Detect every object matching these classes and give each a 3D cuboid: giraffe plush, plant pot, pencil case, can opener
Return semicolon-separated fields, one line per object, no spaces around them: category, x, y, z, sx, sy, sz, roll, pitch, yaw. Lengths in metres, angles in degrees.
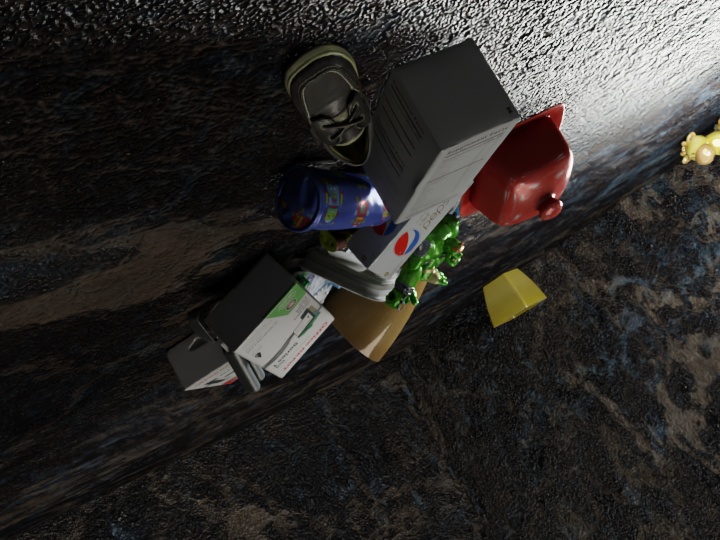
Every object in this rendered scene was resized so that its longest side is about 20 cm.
giraffe plush;1.105;-0.398;2.336;0.160;0.174;0.200;-19;-157;-2
plant pot;0.649;0.107;3.207;0.199;0.178;0.200;-14;161;-50
plant pot;0.043;0.059;1.605;0.200;0.186;0.186;-46;166;8
pencil case;-0.030;-0.094;0.955;0.199;0.086;0.079;-10;127;-59
can opener;-0.226;0.133;1.288;0.066;0.201;0.053;-5;-139;25

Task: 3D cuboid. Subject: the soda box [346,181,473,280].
soda box;0.072;-0.086;1.107;0.200;0.064;0.068;-50;146;9

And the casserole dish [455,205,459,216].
casserole dish;0.178;-0.131;1.406;0.199;0.039;0.121;-36;167;23

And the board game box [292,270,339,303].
board game box;-0.118;0.087;1.418;0.201;0.026;0.200;-59;162;15

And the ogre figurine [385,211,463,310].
ogre figurine;0.108;-0.022;1.207;0.199;0.098;0.121;-16;139;-40

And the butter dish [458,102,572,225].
butter dish;0.283;-0.147;1.247;0.198;0.148;0.200;-26;150;-15

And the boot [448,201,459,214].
boot;0.090;-0.081;1.256;0.200;0.073;0.090;-41;-173;45

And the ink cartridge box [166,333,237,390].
ink cartridge box;-0.260;0.157;1.440;0.144;0.084;0.200;-33;167;11

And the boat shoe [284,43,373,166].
boat shoe;-0.020;-0.158;0.741;0.071;0.066;0.201;-29;168;3

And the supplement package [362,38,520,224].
supplement package;0.085;-0.159;0.881;0.113;0.110;0.200;-25;168;-20

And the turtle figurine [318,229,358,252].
turtle figurine;0.010;-0.071;1.182;0.160;0.065;0.200;-18;164;-45

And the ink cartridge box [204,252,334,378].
ink cartridge box;-0.142;0.080;1.212;0.146;0.084;0.200;-48;155;-3

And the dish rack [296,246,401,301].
dish rack;0.000;0.000;1.296;0.200;0.170;0.044;0;112;-66
